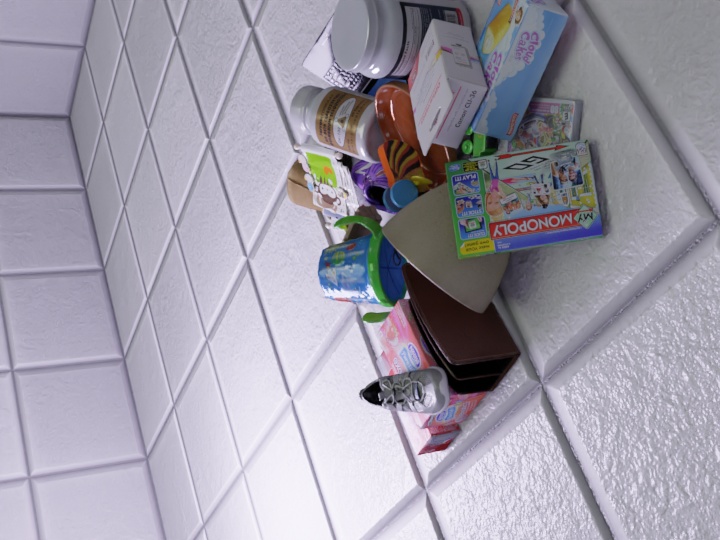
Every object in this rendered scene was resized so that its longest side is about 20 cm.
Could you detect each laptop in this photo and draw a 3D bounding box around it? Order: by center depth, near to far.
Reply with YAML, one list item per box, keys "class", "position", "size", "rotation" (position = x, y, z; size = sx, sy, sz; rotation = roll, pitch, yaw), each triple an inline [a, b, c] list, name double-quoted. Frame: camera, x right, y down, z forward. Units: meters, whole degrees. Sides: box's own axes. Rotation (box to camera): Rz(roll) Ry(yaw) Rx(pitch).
- class: "laptop"
  position: [-0.009, -0.355, 1.705]
  size: [0.177, 0.199, 0.104]
  rotation: [-44, 19, 52]

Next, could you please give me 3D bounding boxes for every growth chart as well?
- class: "growth chart"
  position: [-0.056, -0.157, 1.776]
  size: [0.144, 0.018, 0.201]
  rotation: [9, 129, 44]

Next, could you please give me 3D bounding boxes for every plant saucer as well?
- class: "plant saucer"
  position: [0.097, -0.228, 1.533]
  size: [0.201, 0.032, 0.201]
  rotation: [49, 160, 24]

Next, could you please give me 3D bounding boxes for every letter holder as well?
- class: "letter holder"
  position: [0.137, 0.091, 1.460]
  size: [0.201, 0.141, 0.101]
  rotation: [64, 143, 33]

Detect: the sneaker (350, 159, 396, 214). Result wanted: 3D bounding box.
- class: "sneaker"
  position: [0.031, -0.159, 1.678]
  size: [0.200, 0.083, 0.081]
  rotation: [39, 126, 53]

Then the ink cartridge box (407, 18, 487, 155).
- class: "ink cartridge box"
  position: [0.128, -0.266, 1.355]
  size: [0.201, 0.067, 0.117]
  rotation: [-95, 21, -44]

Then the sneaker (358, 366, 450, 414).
- class: "sneaker"
  position: [0.070, 0.200, 1.457]
  size: [0.200, 0.081, 0.076]
  rotation: [-24, 72, 57]

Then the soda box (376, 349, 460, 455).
- class: "soda box"
  position: [0.100, 0.221, 1.617]
  size: [0.070, 0.063, 0.201]
  rotation: [-61, 43, 43]

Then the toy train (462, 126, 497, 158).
- class: "toy train"
  position: [0.190, -0.144, 1.450]
  size: [0.056, 0.041, 0.202]
  rotation: [11, 103, 48]

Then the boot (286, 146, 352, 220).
- class: "boot"
  position: [-0.095, -0.202, 1.908]
  size: [0.200, 0.066, 0.177]
  rotation: [32, 122, 56]

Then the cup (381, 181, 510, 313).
- class: "cup"
  position: [0.151, -0.056, 1.369]
  size: [0.144, 0.200, 0.200]
  rotation: [-52, 43, 10]

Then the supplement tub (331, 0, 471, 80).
- class: "supplement tub"
  position: [0.067, -0.380, 1.476]
  size: [0.140, 0.198, 0.142]
  rotation: [9, 100, 60]

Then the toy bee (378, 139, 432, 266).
- class: "toy bee"
  position: [0.093, -0.123, 1.548]
  size: [0.131, 0.108, 0.202]
  rotation: [-134, 39, -66]

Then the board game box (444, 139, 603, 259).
- class: "board game box"
  position: [0.224, -0.097, 1.261]
  size: [0.029, 0.198, 0.136]
  rotation: [34, -133, -79]

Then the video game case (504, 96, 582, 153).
- class: "video game case"
  position: [0.261, -0.152, 1.343]
  size: [0.143, 0.018, 0.202]
  rotation: [22, 112, 57]

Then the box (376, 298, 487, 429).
- class: "box"
  position: [0.119, 0.153, 1.545]
  size: [0.103, 0.094, 0.201]
  rotation: [-59, 44, 43]

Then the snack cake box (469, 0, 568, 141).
- class: "snack cake box"
  position: [0.215, -0.306, 1.325]
  size: [0.115, 0.067, 0.201]
  rotation: [-103, 29, -53]

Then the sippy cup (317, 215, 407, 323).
- class: "sippy cup"
  position: [0.000, 0.000, 1.597]
  size: [0.129, 0.139, 0.180]
  rotation: [-5, 81, 25]

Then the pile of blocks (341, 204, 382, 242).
- class: "pile of blocks"
  position: [-0.001, -0.059, 1.693]
  size: [0.201, 0.081, 0.062]
  rotation: [79, 167, -57]

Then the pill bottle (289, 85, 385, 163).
- class: "pill bottle"
  position: [-0.032, -0.278, 1.686]
  size: [0.199, 0.114, 0.115]
  rotation: [23, 115, 35]
